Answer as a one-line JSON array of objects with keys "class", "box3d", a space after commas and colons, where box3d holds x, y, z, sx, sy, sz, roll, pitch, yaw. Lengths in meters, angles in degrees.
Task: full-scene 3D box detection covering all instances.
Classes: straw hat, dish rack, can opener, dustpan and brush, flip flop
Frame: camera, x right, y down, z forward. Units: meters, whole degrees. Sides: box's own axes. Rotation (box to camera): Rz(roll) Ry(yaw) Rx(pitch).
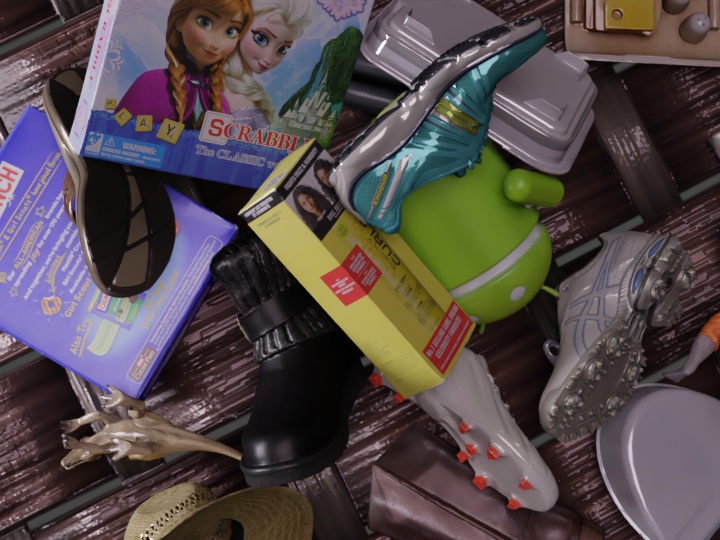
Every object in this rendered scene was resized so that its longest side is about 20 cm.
[{"class": "straw hat", "box3d": [-0.141, 0.219, 1.147, 0.201, 0.201, 0.085, -41, 54, -7]}, {"class": "dish rack", "box3d": [0.105, -0.170, 1.182, 0.199, 0.172, 0.044, 32, 123, 2]}, {"class": "can opener", "box3d": [0.026, -0.159, 1.228, 0.198, 0.066, 0.053, 15, 80, 4]}, {"class": "dustpan and brush", "box3d": [0.232, 0.128, 1.216, 0.200, 0.057, 0.140, 45, 72, -4]}, {"class": "flip flop", "box3d": [-0.203, -0.066, 1.133, 0.081, 0.058, 0.201, -8, 63, -36]}]

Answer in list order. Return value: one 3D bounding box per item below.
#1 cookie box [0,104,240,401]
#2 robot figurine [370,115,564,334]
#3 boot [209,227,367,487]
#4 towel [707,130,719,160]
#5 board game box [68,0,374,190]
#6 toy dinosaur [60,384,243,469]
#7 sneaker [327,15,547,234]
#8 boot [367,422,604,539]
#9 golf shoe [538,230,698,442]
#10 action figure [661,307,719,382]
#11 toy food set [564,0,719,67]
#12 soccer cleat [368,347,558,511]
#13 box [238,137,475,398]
[{"class": "cookie box", "box3d": [-0.225, -0.011, 1.189, 0.199, 0.075, 0.172, 31, 81, 0]}, {"class": "robot figurine", "box3d": [0.078, -0.043, 1.177, 0.175, 0.116, 0.201, -28, 105, 27]}, {"class": "boot", "box3d": [-0.065, 0.056, 1.116, 0.079, 0.211, 0.159, -15, 109, 15]}, {"class": "towel", "box3d": [0.425, -0.086, 1.252, 0.192, 0.035, 0.201, -33, 86, -6]}, {"class": "board game box", "box3d": [-0.101, -0.168, 1.105, 0.199, 0.041, 0.201, 9, 108, -27]}, {"class": "toy dinosaur", "box3d": [-0.165, 0.130, 1.141, 0.199, 0.101, 0.059, -1, 73, 28]}, {"class": "sneaker", "box3d": [0.065, -0.112, 1.086, 0.200, 0.078, 0.080, -43, 100, 6]}, {"class": "boot", "box3d": [0.077, 0.243, 1.183, 0.199, 0.064, 0.187, 27, 70, -3]}, {"class": "golf shoe", "box3d": [0.192, 0.050, 1.199, 0.097, 0.078, 0.200, 20, 63, 41]}, {"class": "action figure", "box3d": [0.368, 0.041, 1.179, 0.199, 0.105, 0.195, 28, 91, 7]}, {"class": "toy food set", "box3d": [0.251, -0.274, 1.251, 0.142, 0.060, 0.202, 2, 83, -3]}, {"class": "soccer cleat", "box3d": [0.093, 0.111, 1.180, 0.200, 0.069, 0.077, 42, 58, 17]}, {"class": "box", "box3d": [0.000, 0.000, 1.119, 0.200, 0.050, 0.075, 50, 45, -14]}]
